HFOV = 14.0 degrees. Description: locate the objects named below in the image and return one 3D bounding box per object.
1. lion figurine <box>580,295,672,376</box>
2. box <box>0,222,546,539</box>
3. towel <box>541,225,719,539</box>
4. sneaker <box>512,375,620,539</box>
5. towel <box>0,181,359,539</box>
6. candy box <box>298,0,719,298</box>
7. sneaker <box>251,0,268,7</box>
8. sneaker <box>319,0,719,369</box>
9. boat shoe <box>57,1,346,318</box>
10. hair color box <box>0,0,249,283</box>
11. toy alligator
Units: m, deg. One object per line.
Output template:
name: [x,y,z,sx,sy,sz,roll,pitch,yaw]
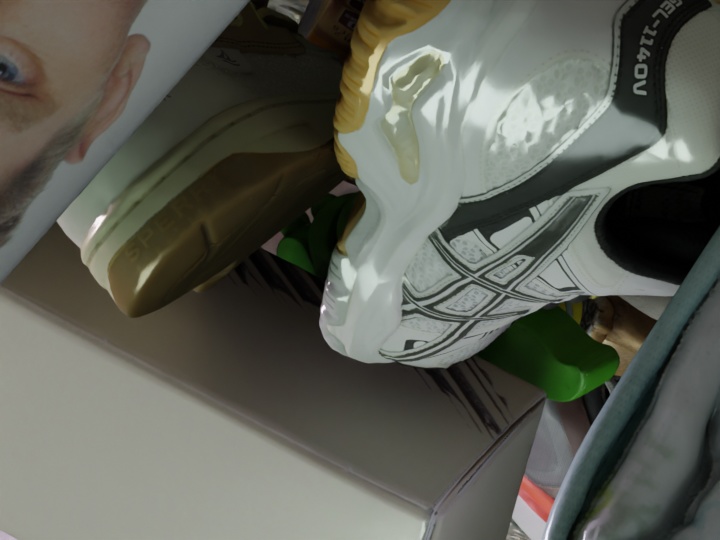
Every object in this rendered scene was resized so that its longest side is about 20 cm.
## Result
lion figurine: [0.103,0.015,0.946,0.122,0.073,0.200,22,-177,-28]
box: [-0.057,0.033,0.779,0.200,0.068,0.082,27,127,17]
towel: [0.105,0.021,0.666,0.048,0.200,0.171,31,170,16]
sneaker: [0.053,0.027,1.073,0.200,0.082,0.077,38,-151,5]
towel: [-0.032,0.031,0.930,0.200,0.191,0.032,9,152,50]
candy box: [0.046,-0.055,0.767,0.115,0.055,0.200,26,165,-5]
sneaker: [-0.117,-0.088,0.775,0.199,0.071,0.076,-10,152,-18]
sneaker: [0.042,-0.013,0.661,0.087,0.076,0.200,21,165,7]
boat shoe: [-0.037,-0.038,0.688,0.066,0.074,0.200,50,-175,1]
hair color box: [-0.059,-0.086,0.521,0.100,0.200,0.061,33,-165,-35]
toy alligator: [0.000,0.000,0.836,0.200,0.059,0.054,9,118,54]
